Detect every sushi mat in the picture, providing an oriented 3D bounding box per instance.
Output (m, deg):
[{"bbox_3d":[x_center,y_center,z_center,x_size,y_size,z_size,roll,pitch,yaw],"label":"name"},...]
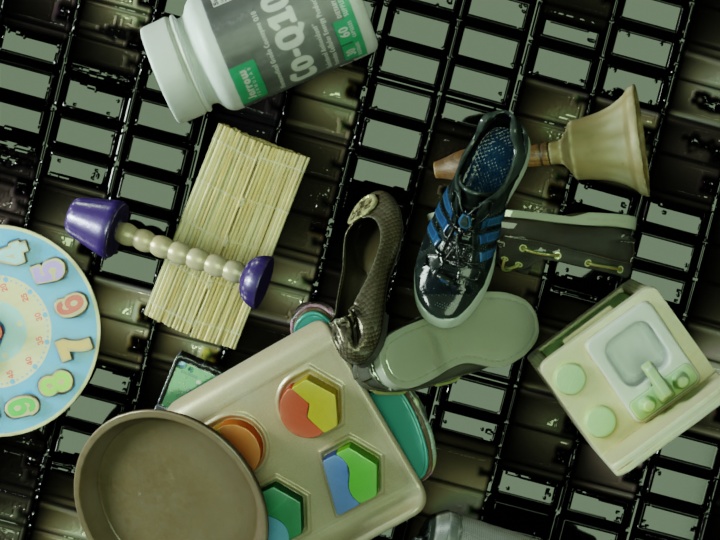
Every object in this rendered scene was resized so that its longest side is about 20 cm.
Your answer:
[{"bbox_3d":[-0.128,-0.032,1.697,0.095,0.012,0.202,22,93,-2],"label":"sushi mat"}]

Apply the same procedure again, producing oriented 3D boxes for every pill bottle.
[{"bbox_3d":[-0.093,-0.216,1.635,0.198,0.113,0.114,-23,94,1],"label":"pill bottle"}]

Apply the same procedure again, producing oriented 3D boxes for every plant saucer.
[{"bbox_3d":[-0.173,0.217,1.657,0.198,0.029,0.202,7,113,18],"label":"plant saucer"}]

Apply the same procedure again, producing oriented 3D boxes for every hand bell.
[{"bbox_3d":[0.167,-0.107,1.674,0.198,0.104,0.105,-8,94,13],"label":"hand bell"}]

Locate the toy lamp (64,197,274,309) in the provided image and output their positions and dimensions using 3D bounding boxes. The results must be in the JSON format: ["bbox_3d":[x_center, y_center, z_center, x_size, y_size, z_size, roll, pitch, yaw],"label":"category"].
[{"bbox_3d":[-0.181,-0.020,1.666,0.198,0.058,0.059,21,94,8],"label":"toy lamp"}]

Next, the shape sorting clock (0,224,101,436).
[{"bbox_3d":[-0.345,0.057,1.688,0.197,0.039,0.203,0,94,-1],"label":"shape sorting clock"}]

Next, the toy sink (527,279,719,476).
[{"bbox_3d":[0.238,0.090,1.619,0.130,0.200,0.112,-36,94,3],"label":"toy sink"}]

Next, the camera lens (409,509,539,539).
[{"bbox_3d":[0.129,0.323,1.653,0.198,0.160,0.162,18,94,-2],"label":"camera lens"}]

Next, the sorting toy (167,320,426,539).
[{"bbox_3d":[-0.062,0.174,1.649,0.184,0.036,0.201,-29,94,13],"label":"sorting toy"}]

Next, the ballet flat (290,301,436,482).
[{"bbox_3d":[0.010,0.107,1.680,0.069,0.071,0.201,-39,91,20],"label":"ballet flat"}]

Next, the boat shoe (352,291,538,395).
[{"bbox_3d":[0.080,0.068,1.654,0.200,0.060,0.073,-15,85,-37],"label":"boat shoe"}]

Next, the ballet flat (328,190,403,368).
[{"bbox_3d":[0.000,0.000,1.627,0.046,0.202,0.067,29,137,-24],"label":"ballet flat"}]

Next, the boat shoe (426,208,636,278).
[{"bbox_3d":[0.161,-0.026,1.673,0.199,0.072,0.061,3,90,-4],"label":"boat shoe"}]

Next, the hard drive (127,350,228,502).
[{"bbox_3d":[-0.108,0.178,1.701,0.198,0.038,0.141,22,93,-3],"label":"hard drive"}]

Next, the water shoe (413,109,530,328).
[{"bbox_3d":[0.093,-0.050,1.597,0.071,0.079,0.202,17,80,16],"label":"water shoe"}]
